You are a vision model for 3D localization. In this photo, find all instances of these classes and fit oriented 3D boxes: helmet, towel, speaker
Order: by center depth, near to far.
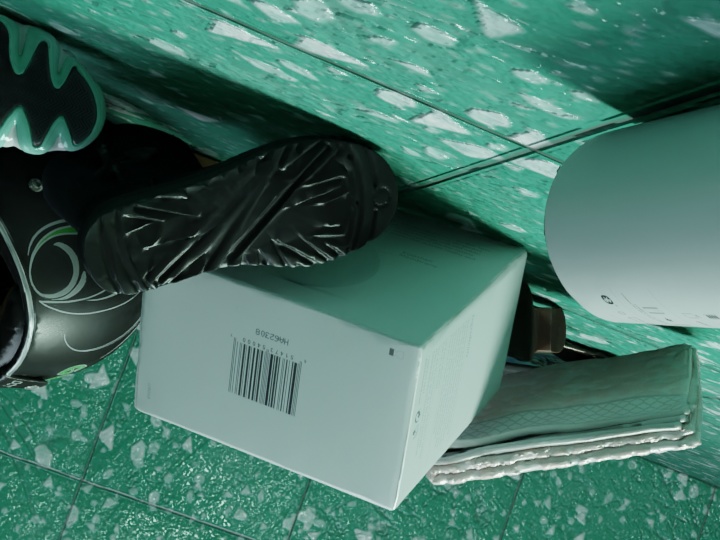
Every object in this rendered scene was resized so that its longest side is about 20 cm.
[{"bbox_3d":[0.136,-0.019,0.461,0.080,0.082,0.200,21,174,-13],"label":"speaker"},{"bbox_3d":[-0.240,-0.022,1.011,0.198,0.202,0.190,18,-154,23],"label":"helmet"},{"bbox_3d":[0.155,0.104,1.021,0.198,0.033,0.191,-11,-172,15],"label":"towel"}]

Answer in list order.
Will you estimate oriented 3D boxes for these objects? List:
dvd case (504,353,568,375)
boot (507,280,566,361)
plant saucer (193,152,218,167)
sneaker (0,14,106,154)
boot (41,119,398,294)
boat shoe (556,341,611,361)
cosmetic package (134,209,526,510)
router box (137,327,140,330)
[{"bbox_3d":[0.121,0.074,1.359,0.141,0.018,0.200,10,-170,-22],"label":"dvd case"},{"bbox_3d":[0.060,0.047,1.184,0.198,0.065,0.186,0,168,26],"label":"boot"},{"bbox_3d":[-0.141,-0.068,1.188,0.198,0.038,0.200,20,174,2],"label":"plant saucer"},{"bbox_3d":[-0.258,-0.134,0.869,0.198,0.078,0.140,23,-178,-14],"label":"sneaker"},{"bbox_3d":[-0.094,-0.055,0.852,0.198,0.077,0.168,-15,-156,-14],"label":"boot"},{"bbox_3d":[0.252,0.125,1.426,0.198,0.075,0.073,18,174,11],"label":"boat shoe"},{"bbox_3d":[-0.017,0.039,0.933,0.197,0.124,0.200,18,-154,21],"label":"cosmetic package"},{"bbox_3d":[-0.149,0.009,1.363,0.178,0.049,0.199,-24,-153,-36],"label":"router box"}]
